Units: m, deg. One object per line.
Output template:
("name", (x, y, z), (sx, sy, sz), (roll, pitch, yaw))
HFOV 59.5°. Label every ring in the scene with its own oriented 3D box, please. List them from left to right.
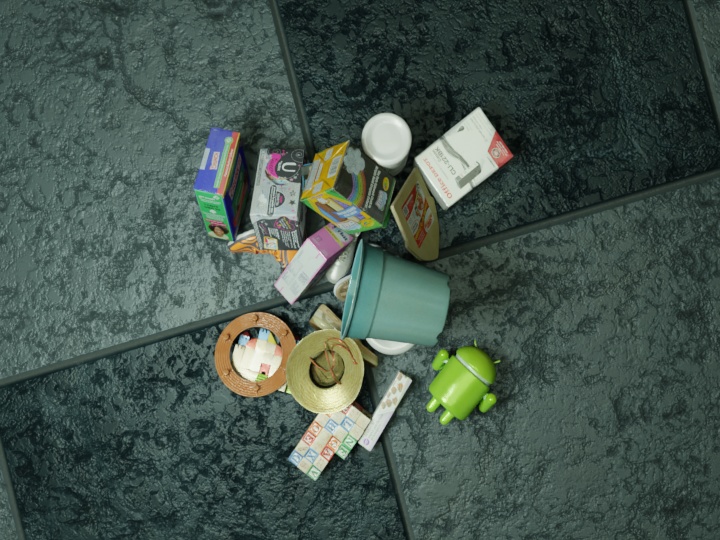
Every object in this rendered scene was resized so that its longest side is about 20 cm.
("ring", (-0.249, 0.196, 1.496), (0.194, 0.019, 0.206), (1, 68, -3))

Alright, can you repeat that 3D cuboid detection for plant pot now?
("plant pot", (0.072, 0.059, 1.273), (0.190, 0.200, 0.207), (13, 91, -4))

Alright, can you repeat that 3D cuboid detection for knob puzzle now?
("knob puzzle", (0.133, -0.110, 1.483), (0.030, 0.218, 0.227), (-10, 90, 33))

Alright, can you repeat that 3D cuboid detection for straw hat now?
("straw hat", (-0.077, 0.230, 1.502), (0.194, 0.085, 0.208), (1, 99, 5))

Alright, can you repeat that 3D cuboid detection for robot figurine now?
("robot figurine", (0.240, 0.267, 1.492), (0.174, 0.116, 0.202), (39, 92, 15))

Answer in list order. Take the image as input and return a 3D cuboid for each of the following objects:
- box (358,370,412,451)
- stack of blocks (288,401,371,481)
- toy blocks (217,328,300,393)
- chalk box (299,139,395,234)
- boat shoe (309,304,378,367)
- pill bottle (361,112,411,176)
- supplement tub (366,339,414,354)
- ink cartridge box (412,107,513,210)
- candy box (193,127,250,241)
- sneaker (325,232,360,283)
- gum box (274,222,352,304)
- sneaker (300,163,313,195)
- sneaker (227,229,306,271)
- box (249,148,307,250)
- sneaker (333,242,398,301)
("box", (0.060, 0.341, 1.541), (0.038, 0.041, 0.203), (30, 91, 3))
("stack of blocks", (-0.073, 0.406, 1.539), (0.114, 0.059, 0.202), (36, 92, 3))
("toy blocks", (-0.234, 0.209, 1.543), (0.194, 0.100, 0.141), (15, 79, 3))
("chalk box", (-0.011, -0.166, 1.384), (0.198, 0.122, 0.128), (34, 63, -34))
("boat shoe", (-0.030, 0.159, 1.532), (0.198, 0.071, 0.065), (37, 70, -1))
("pill bottle", (0.057, -0.278, 1.458), (0.110, 0.200, 0.118), (0, 85, 0))
("supplement tub", (0.075, 0.111, 1.460), (0.140, 0.200, 0.151), (0, 90, 4))
("ink cartridge box", (0.241, -0.264, 1.508), (0.198, 0.084, 0.146), (-37, 89, 3))
("candy box", (-0.316, -0.195, 1.460), (0.075, 0.201, 0.174), (8, 63, 3))
("sneaker", (-0.042, -0.066, 1.511), (0.072, 0.116, 0.206), (18, 92, 1))
("gum box", (-0.113, -0.015, 1.470), (0.066, 0.113, 0.200), (45, 132, 4))
("sneaker", (-0.082, -0.179, 1.478), (0.071, 0.199, 0.085), (-2, 77, 31))
("sneaker", (-0.223, -0.049, 1.540), (0.194, 0.078, 0.115), (-16, 88, 3))
("box", (-0.182, -0.167, 1.469), (0.111, 0.134, 0.205), (0, 55, 2))
("sneaker", (0.000, 0.000, 1.490), (0.196, 0.108, 0.072), (-23, 132, -29))
